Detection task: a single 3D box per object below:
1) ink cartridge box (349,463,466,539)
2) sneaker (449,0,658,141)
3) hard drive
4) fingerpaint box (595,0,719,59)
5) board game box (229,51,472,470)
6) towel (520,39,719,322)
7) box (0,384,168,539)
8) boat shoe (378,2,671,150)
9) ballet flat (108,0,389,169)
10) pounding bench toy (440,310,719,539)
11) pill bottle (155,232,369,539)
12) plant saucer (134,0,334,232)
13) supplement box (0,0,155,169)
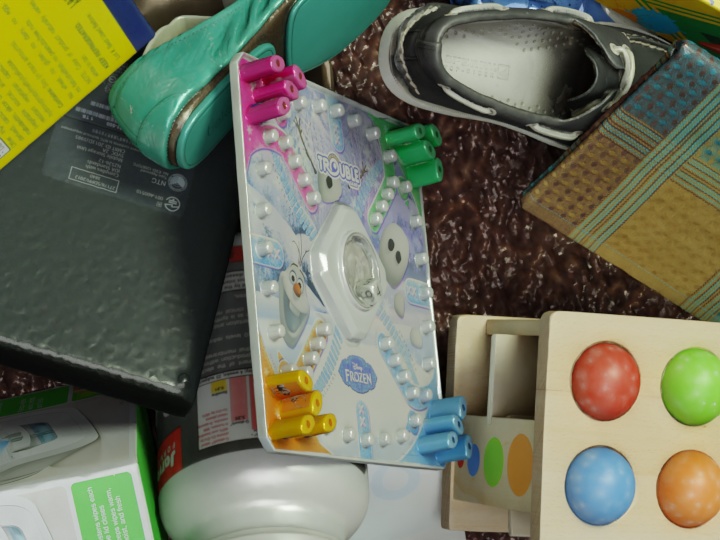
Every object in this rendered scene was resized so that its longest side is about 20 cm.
[{"bbox_3d":[-0.012,0.178,1.161,0.159,0.047,0.202,-16,100,-4],"label":"ink cartridge box"},{"bbox_3d":[0.066,-0.152,1.089,0.199,0.077,0.112,36,86,-19],"label":"sneaker"},{"bbox_3d":[-0.133,-0.036,1.025,0.138,0.033,0.202,17,63,-10],"label":"hard drive"},{"bbox_3d":[0.242,-0.209,1.072,0.166,0.073,0.201,27,77,-11],"label":"fingerpaint box"},{"bbox_3d":[0.000,0.000,1.029,0.026,0.199,0.202,-11,77,27],"label":"board game box"},{"bbox_3d":[0.206,-0.031,1.047,0.199,0.022,0.147,31,130,-17],"label":"towel"},{"bbox_3d":[-0.196,0.139,1.053,0.175,0.200,0.098,-11,102,-4],"label":"box"},{"bbox_3d":[0.109,-0.106,1.035,0.198,0.060,0.075,10,89,-25],"label":"boat shoe"},{"bbox_3d":[-0.061,-0.129,1.038,0.070,0.068,0.200,33,52,19],"label":"ballet flat"},{"bbox_3d":[0.167,0.092,1.094,0.198,0.156,0.126,4,86,-20],"label":"pounding bench toy"},{"bbox_3d":[-0.054,0.090,1.054,0.115,0.116,0.202,-1,58,-7],"label":"pill bottle"},{"bbox_3d":[-0.114,-0.099,1.103,0.198,0.029,0.202,-2,102,-8],"label":"plant saucer"},{"bbox_3d":[-0.223,-0.113,0.971,0.200,0.109,0.110,-41,61,-6],"label":"supplement box"}]
